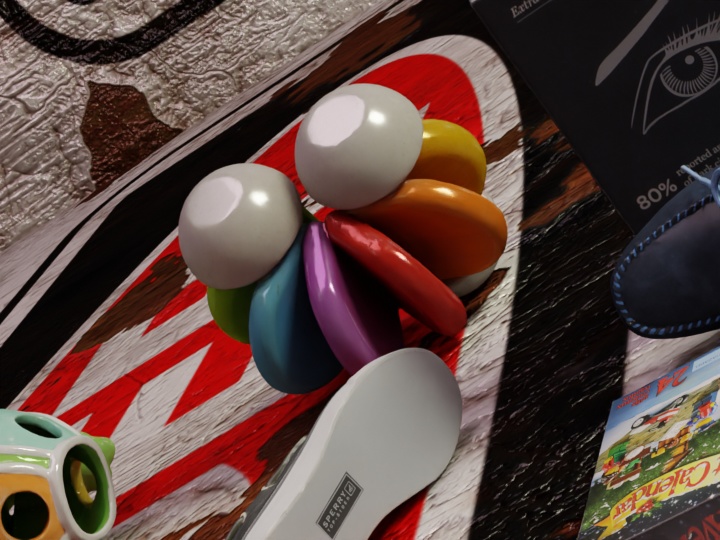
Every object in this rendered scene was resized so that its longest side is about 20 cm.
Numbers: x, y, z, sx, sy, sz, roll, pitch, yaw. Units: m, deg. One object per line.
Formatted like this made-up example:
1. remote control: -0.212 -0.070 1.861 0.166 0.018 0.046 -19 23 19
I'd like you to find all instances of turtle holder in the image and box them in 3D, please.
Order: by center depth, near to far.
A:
1. turtle holder: -0.222 0.157 1.347 0.132 0.141 0.186 -16 -23 17

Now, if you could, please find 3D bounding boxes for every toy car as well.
1. toy car: 0.000 0.000 1.292 0.200 0.175 0.150 -33 49 12

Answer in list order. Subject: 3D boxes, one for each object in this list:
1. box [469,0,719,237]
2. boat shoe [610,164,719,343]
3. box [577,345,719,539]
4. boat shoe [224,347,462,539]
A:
1. box: 0.170 -0.108 1.048 0.148 0.200 0.104 -32 12 18
2. boat shoe: 0.198 -0.031 0.955 0.200 0.084 0.069 -34 0 17
3. box: 0.180 0.051 0.801 0.200 0.038 0.137 -31 13 24
4. boat shoe: -0.017 0.111 1.056 0.057 0.069 0.200 -24 19 45
